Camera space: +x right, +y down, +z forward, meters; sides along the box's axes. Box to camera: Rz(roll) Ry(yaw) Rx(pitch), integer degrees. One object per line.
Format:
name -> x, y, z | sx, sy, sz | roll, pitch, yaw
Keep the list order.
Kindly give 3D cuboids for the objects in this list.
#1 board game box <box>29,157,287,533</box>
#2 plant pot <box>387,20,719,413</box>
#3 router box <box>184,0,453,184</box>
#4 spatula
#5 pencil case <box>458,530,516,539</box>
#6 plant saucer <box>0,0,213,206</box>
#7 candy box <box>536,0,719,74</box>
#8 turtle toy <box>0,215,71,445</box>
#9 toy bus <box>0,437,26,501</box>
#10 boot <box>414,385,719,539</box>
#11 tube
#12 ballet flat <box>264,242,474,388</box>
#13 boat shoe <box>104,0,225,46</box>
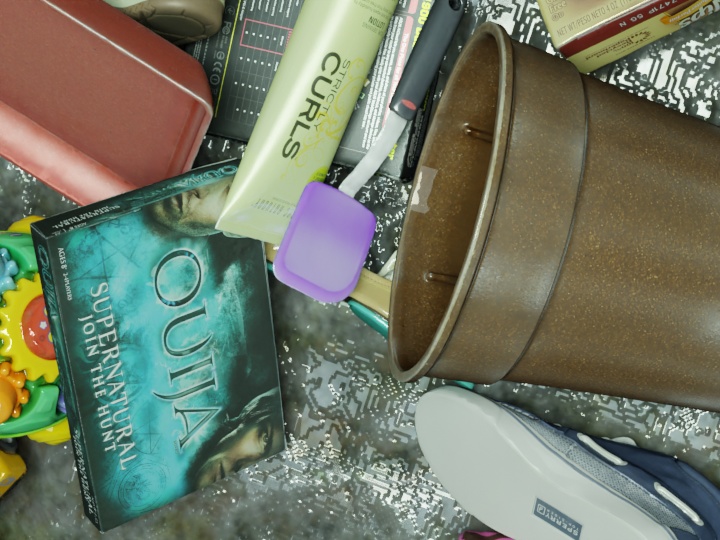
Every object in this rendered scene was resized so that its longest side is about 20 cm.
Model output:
board game box -> -0.113, 0.044, 0.918 | 0.135, 0.028, 0.201 | -22, 123, -27
plant pot -> 0.136, -0.014, 0.857 | 0.197, 0.200, 0.202 | 14, 97, -10
router box -> -0.019, -0.167, 0.945 | 0.149, 0.062, 0.201 | 14, 97, 10
spatula -> 0.013, -0.076, 0.895 | 0.056, 0.021, 0.201 | 29, 90, -29
pencil case -> 0.149, 0.213, 0.926 | 0.198, 0.094, 0.091 | 5, 95, 10
plant saucer -> -0.182, -0.114, 0.924 | 0.199, 0.200, 0.037 | 32, 63, -2
candy box -> 0.136, -0.227, 0.878 | 0.115, 0.055, 0.201 | -24, 70, 18
turtle toy -> -0.190, 0.035, 0.947 | 0.101, 0.199, 0.147 | -9, 87, 49
toy bus -> -0.302, 0.074, 1.001 | 0.065, 0.078, 0.200 | -44, 70, 11
boot -> 0.129, 0.126, 0.941 | 0.200, 0.090, 0.073 | 35, 126, 32
tube -> -0.022, -0.109, 0.887 | 0.058, 0.052, 0.201 | 22, 95, -14
ballet flat -> 0.000, 0.000, 0.955 | 0.199, 0.069, 0.063 | 29, 85, 6
boat shoe -> -0.154, -0.172, 0.948 | 0.199, 0.071, 0.077 | -2, 76, 38
